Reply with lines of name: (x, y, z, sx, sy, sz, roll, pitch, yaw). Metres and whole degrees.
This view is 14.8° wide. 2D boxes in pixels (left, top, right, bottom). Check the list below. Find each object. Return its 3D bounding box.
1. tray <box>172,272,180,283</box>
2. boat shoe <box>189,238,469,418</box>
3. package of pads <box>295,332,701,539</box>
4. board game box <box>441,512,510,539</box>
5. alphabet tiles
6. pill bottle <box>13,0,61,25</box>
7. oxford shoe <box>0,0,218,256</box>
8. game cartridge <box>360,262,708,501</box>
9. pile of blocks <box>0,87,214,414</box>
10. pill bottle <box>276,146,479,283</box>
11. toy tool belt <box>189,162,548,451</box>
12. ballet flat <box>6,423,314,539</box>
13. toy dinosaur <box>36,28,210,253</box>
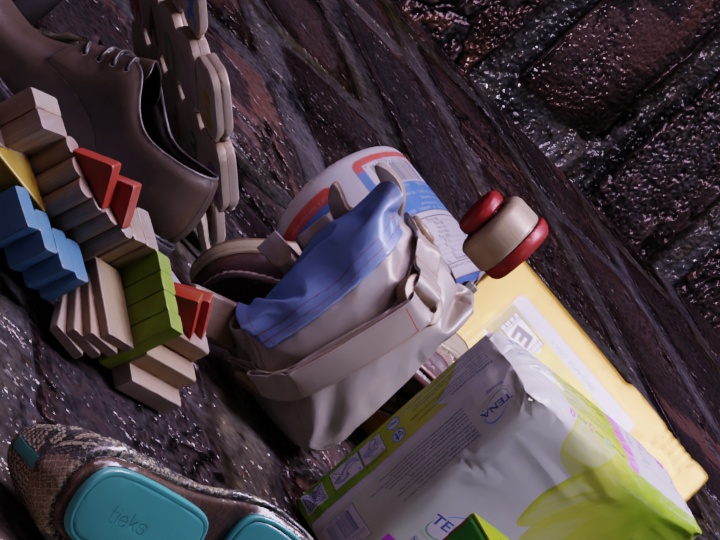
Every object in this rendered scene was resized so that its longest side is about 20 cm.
tray: (-0.165, -0.030, 1.487, 0.108, 0.022, 0.200, 54, 12, 24)
boat shoe: (-0.015, 0.047, 1.673, 0.199, 0.072, 0.072, 29, 40, -29)
package of pads: (0.083, 0.135, 1.537, 0.200, 0.154, 0.068, 38, 15, -44)
board game box: (0.067, 0.221, 1.305, 0.048, 0.102, 0.200, 40, 13, -43)
alphabet tiles: (-0.114, -0.123, 1.744, 0.200, 0.015, 0.197, -124, -154, -53)
pill bottle: (-0.243, -0.258, 1.747, 0.200, 0.112, 0.112, 47, 10, -9)
oxford shoe: (-0.151, -0.100, 1.516, 0.200, 0.084, 0.073, 47, 12, 7)
game cartridge: (0.110, 0.109, 1.785, 0.200, 0.032, 0.176, 48, 53, 3)
pile of blocks: (-0.130, -0.012, 1.374, 0.200, 0.062, 0.082, 51, 24, -31)
pill bottle: (0.039, 0.022, 1.890, 0.200, 0.112, 0.112, 53, 12, 22)
toy tool belt: (0.000, 0.000, 1.587, 0.123, 0.200, 0.125, 47, -9, -6)
ballet flat: (-0.080, 0.115, 1.217, 0.200, 0.068, 0.075, 36, 0, -42)
toy dinosaur: (-0.149, -0.093, 1.729, 0.200, 0.047, 0.088, 56, 6, 20)
